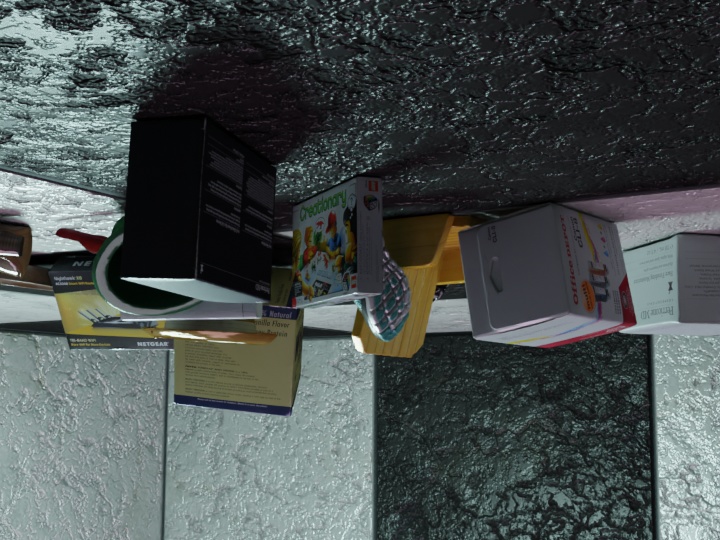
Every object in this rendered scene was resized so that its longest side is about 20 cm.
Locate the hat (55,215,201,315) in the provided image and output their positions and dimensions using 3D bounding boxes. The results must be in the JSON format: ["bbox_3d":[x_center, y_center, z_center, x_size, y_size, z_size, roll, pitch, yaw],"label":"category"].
[{"bbox_3d":[-0.286,-0.057,1.352,0.198,0.177,0.167,0,129,-23],"label":"hat"}]

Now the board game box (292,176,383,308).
[{"bbox_3d":[-0.030,-0.027,1.197,0.034,0.128,0.200,3,172,-24],"label":"board game box"}]

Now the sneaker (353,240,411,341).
[{"bbox_3d":[0.000,0.000,1.328,0.077,0.202,0.091,-37,-150,-31],"label":"sneaker"}]

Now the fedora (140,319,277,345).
[{"bbox_3d":[-0.213,0.061,1.471,0.198,0.083,0.201,4,175,0],"label":"fedora"}]

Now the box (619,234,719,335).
[{"bbox_3d":[0.524,0.027,1.572,0.197,0.133,0.199,2,172,-12],"label":"box"}]

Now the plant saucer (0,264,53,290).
[{"bbox_3d":[-0.604,0.007,1.788,0.198,0.035,0.200,8,174,1],"label":"plant saucer"}]

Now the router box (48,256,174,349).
[{"bbox_3d":[-0.412,0.056,1.749,0.197,0.159,0.052,-1,-151,10],"label":"router box"}]

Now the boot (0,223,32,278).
[{"bbox_3d":[-0.534,-0.038,1.416,0.144,0.071,0.200,8,170,-12],"label":"boot"}]

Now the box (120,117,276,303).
[{"bbox_3d":[-0.146,-0.049,0.976,0.078,0.143,0.200,-2,172,13],"label":"box"}]

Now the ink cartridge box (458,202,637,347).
[{"bbox_3d":[0.244,0.012,1.342,0.144,0.147,0.199,-18,164,36],"label":"ink cartridge box"}]

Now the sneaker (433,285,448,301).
[{"bbox_3d":[0.125,0.006,1.606,0.075,0.089,0.199,9,168,-40],"label":"sneaker"}]

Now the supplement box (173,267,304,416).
[{"bbox_3d":[-0.195,0.108,1.682,0.197,0.202,0.135,5,-154,2],"label":"supplement box"}]

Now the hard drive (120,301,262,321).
[{"bbox_3d":[-0.228,-0.001,1.383,0.197,0.134,0.027,-2,174,16],"label":"hard drive"}]

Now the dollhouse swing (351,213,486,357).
[{"bbox_3d":[0.104,0.028,1.432,0.180,0.178,0.199,-4,170,34],"label":"dollhouse swing"}]
